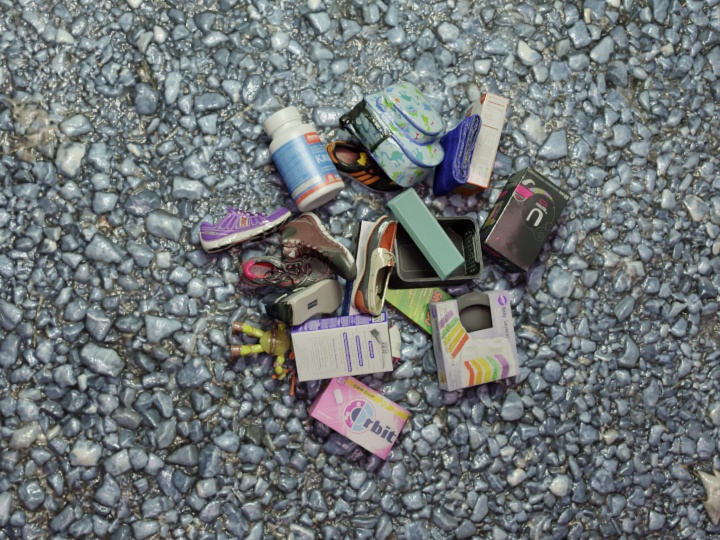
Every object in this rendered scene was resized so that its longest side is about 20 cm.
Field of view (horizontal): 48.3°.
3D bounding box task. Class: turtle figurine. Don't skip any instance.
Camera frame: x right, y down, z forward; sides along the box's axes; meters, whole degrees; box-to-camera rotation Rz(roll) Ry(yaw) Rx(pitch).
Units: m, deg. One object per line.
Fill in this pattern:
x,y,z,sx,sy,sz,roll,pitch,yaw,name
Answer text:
-0.192,0.161,1.687,0.159,0.064,0.203,3,87,-11,turtle figurine

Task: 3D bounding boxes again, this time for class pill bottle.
-0.125,-0.236,1.689,0.111,0.112,0.202,-28,86,-11,pill bottle

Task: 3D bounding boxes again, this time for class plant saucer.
0.141,-0.080,1.679,0.070,0.019,0.201,-36,90,-20,plant saucer

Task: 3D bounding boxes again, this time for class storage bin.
0.152,-0.038,1.731,0.197,0.094,0.137,-3,80,-16,storage bin

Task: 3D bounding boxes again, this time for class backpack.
0.087,-0.286,1.680,0.147,0.183,0.201,-38,86,33,backpack

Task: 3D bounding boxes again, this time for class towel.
0.197,-0.242,1.711,0.049,0.200,0.150,16,84,-7,towel

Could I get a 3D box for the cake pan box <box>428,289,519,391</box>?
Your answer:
0.250,0.148,1.765,0.182,0.052,0.203,-8,93,-20,cake pan box

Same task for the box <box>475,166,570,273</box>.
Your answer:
0.354,-0.109,1.783,0.121,0.106,0.202,31,83,-7,box

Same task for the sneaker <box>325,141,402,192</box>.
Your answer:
0.014,-0.223,1.730,0.198,0.090,0.071,20,84,-9,sneaker

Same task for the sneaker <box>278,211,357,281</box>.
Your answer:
-0.101,-0.031,1.666,0.115,0.076,0.200,-25,54,-29,sneaker

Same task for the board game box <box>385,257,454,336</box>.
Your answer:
0.115,0.053,1.770,0.199,0.030,0.096,37,80,-4,board game box

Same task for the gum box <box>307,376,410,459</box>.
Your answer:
0.000,0.305,1.716,0.199,0.066,0.114,32,84,-8,gum box

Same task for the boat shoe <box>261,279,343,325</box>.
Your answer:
-0.123,0.059,1.682,0.092,0.199,0.076,8,104,31,boat shoe

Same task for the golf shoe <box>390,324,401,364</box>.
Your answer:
-0.005,0.141,1.729,0.197,0.075,0.093,16,69,-12,golf shoe

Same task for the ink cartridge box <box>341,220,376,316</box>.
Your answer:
0.000,0.000,1.716,0.044,0.094,0.203,8,86,-11,ink cartridge box

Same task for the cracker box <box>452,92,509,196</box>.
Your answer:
0.255,-0.272,1.757,0.057,0.134,0.203,16,84,-9,cracker box

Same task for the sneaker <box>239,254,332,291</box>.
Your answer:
-0.155,0.005,1.697,0.197,0.075,0.082,-4,88,-12,sneaker

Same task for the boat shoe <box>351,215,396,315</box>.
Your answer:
0.040,-0.010,1.631,0.071,0.062,0.203,19,89,-49,boat shoe

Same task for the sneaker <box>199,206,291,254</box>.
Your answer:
-0.242,-0.101,1.685,0.197,0.081,0.085,-17,83,-11,sneaker

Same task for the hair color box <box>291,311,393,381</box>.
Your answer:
-0.036,0.155,1.644,0.197,0.065,0.111,-6,109,4,hair color box
